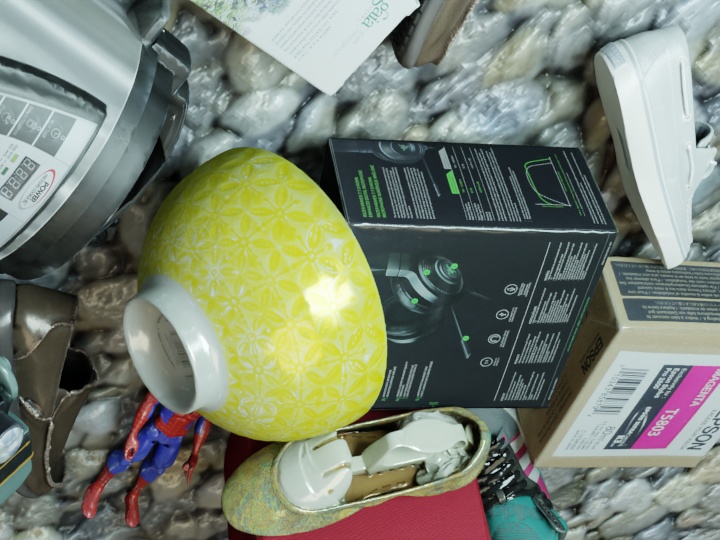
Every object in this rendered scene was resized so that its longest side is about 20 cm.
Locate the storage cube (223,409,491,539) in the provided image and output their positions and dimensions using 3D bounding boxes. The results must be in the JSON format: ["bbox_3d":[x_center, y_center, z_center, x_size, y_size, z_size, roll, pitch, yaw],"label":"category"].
[{"bbox_3d":[-0.011,0.184,0.913,0.196,0.182,0.172,0,142,-13],"label":"storage cube"}]

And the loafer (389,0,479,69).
[{"bbox_3d":[0.080,-0.198,0.673,0.070,0.074,0.201,15,127,-23],"label":"loafer"}]

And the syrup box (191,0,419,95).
[{"bbox_3d":[-0.066,-0.193,0.640,0.199,0.082,0.079,29,122,-33],"label":"syrup box"}]

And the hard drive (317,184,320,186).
[{"bbox_3d":[0.000,0.000,0.869,0.197,0.027,0.133,8,129,-19],"label":"hard drive"}]

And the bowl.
[{"bbox_3d":[-0.088,0.033,0.744,0.107,0.199,0.202,-28,144,-36],"label":"bowl"}]

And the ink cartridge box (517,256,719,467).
[{"bbox_3d":[0.238,0.082,0.948,0.162,0.076,0.201,3,139,-14],"label":"ink cartridge box"}]

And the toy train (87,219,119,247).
[{"bbox_3d":[-0.254,-0.056,0.755,0.197,0.034,0.046,11,125,-22],"label":"toy train"}]

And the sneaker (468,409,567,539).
[{"bbox_3d":[0.122,0.193,1.007,0.083,0.122,0.201,-26,132,12],"label":"sneaker"}]

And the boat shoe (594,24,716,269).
[{"bbox_3d":[0.219,-0.086,0.819,0.068,0.072,0.202,-22,125,5],"label":"boat shoe"}]

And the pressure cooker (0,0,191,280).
[{"bbox_3d":[-0.198,-0.096,0.638,0.174,0.181,0.199,-7,147,45],"label":"pressure cooker"}]

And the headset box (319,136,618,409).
[{"bbox_3d":[0.052,0.007,0.804,0.196,0.094,0.176,0,132,-13],"label":"headset box"}]

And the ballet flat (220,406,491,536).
[{"bbox_3d":[0.001,0.133,0.799,0.197,0.071,0.071,-8,134,-18],"label":"ballet flat"}]

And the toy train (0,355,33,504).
[{"bbox_3d":[-0.307,0.086,0.787,0.198,0.085,0.115,29,138,18],"label":"toy train"}]

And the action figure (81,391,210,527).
[{"bbox_3d":[-0.163,0.139,0.947,0.065,0.052,0.201,21,122,-24],"label":"action figure"}]

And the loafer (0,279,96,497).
[{"bbox_3d":[-0.233,0.095,0.860,0.070,0.074,0.202,-2,133,-10],"label":"loafer"}]
